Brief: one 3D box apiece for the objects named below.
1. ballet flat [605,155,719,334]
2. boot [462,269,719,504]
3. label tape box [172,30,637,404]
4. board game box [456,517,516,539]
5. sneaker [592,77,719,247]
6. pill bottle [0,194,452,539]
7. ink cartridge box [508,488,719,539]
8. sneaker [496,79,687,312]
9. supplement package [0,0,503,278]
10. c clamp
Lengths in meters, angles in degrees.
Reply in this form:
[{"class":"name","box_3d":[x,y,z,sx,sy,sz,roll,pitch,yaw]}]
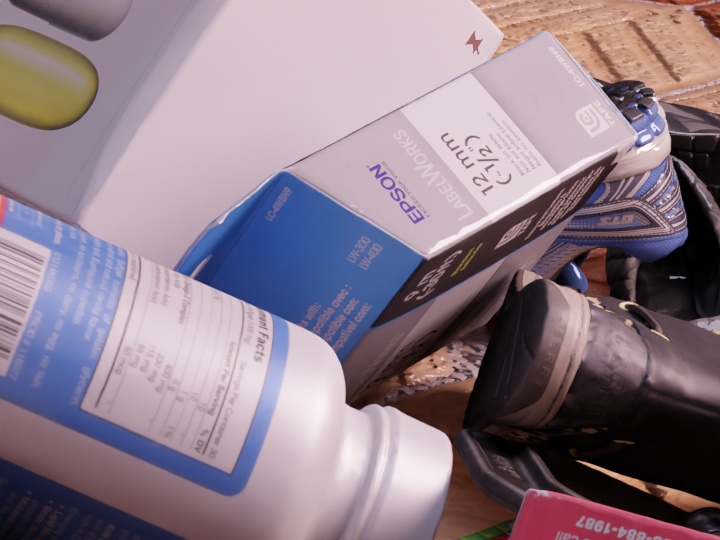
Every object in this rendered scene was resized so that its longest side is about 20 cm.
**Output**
[{"class":"ballet flat","box_3d":[0.142,0.007,1.251,0.066,0.057,0.200,-2,23,-6]},{"class":"boot","box_3d":[0.122,0.053,1.111,0.150,0.074,0.200,18,-5,-1]},{"class":"label tape box","box_3d":[0.000,0.000,1.112,0.066,0.143,0.200,49,48,10]},{"class":"board game box","box_3d":[0.054,0.159,0.882,0.165,0.057,0.200,-17,29,-33]},{"class":"sneaker","box_3d":[0.156,-0.048,1.393,0.199,0.076,0.087,21,15,33]},{"class":"pill bottle","box_3d":[-0.074,0.057,0.988,0.199,0.113,0.112,25,19,-13]},{"class":"ink cartridge box","box_3d":[0.078,0.172,0.673,0.144,0.201,0.083,14,-19,29]},{"class":"sneaker","box_3d":[0.058,-0.012,1.261,0.199,0.086,0.077,-17,17,35]},{"class":"supplement package","box_3d":[-0.087,-0.090,1.245,0.199,0.192,0.147,25,-12,45]},{"class":"c clamp","box_3d":[0.111,0.100,0.990,0.170,0.027,0.200,20,4,-10]}]
